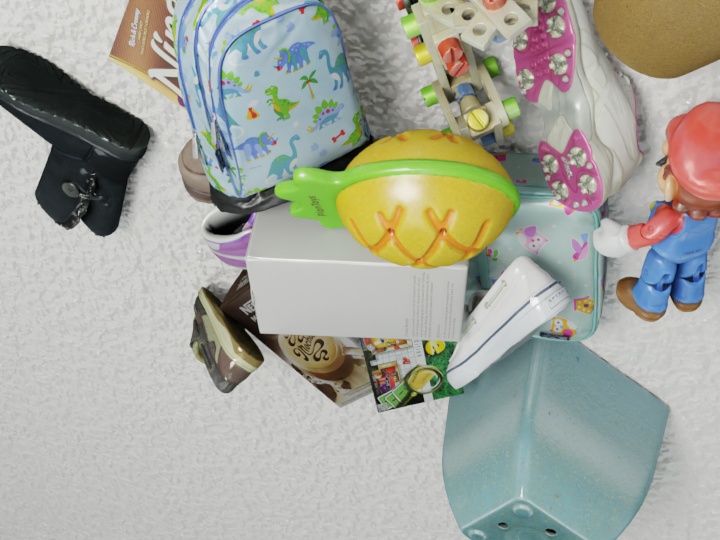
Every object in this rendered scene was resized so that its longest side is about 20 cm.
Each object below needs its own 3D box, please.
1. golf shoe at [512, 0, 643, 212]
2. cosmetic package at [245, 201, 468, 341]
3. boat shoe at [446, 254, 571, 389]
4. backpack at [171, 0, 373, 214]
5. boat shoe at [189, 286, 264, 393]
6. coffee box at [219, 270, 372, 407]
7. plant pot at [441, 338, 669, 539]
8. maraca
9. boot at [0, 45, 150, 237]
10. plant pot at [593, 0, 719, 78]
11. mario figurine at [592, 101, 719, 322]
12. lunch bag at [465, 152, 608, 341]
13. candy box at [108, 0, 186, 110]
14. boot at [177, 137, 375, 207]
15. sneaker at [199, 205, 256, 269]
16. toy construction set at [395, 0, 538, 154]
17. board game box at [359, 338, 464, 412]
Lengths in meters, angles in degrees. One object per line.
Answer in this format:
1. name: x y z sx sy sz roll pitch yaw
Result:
1. golf shoe: 0.186 -0.156 0.735 0.075 0.091 0.203 13 123 57
2. cosmetic package: 0.000 0.000 0.814 0.196 0.086 0.109 4 138 4
3. boat shoe: 0.132 0.048 0.850 0.067 0.073 0.200 55 143 12
4. backpack: -0.075 -0.156 0.724 0.161 0.154 0.203 -21 116 -11
5. boat shoe: -0.173 0.080 1.036 0.072 0.066 0.201 43 178 -30
6. coffee box: -0.050 0.059 1.029 0.200 0.080 0.112 42 135 -17
7. plant pot: 0.204 0.222 0.985 0.195 0.202 0.196 34 137 -10
8. maraca: 0.031 -0.057 0.710 0.196 0.109 0.137 1 159 12
9. boot: -0.345 -0.134 0.978 0.198 0.077 0.168 28 133 -13
10. plant pot: 0.239 -0.226 0.576 0.184 0.188 0.200 27 150 -3
11. mario figurine: 0.276 -0.059 0.757 0.105 0.123 0.202 28 138 26
12. lunch bag: 0.163 -0.017 0.863 0.157 0.078 0.202 6 133 18
13. candy box: -0.147 -0.244 0.801 0.116 0.057 0.200 32 135 -10
14. boot: -0.088 -0.104 0.904 0.196 0.071 0.146 13 154 -14
15. sneaker: -0.065 -0.043 0.885 0.197 0.074 0.114 -11 164 6
16. toy construction set: 0.083 -0.171 0.707 0.090 0.133 0.201 -16 156 -4
17. board game box: 0.048 0.062 0.938 0.103 0.024 0.203 -14 122 0
